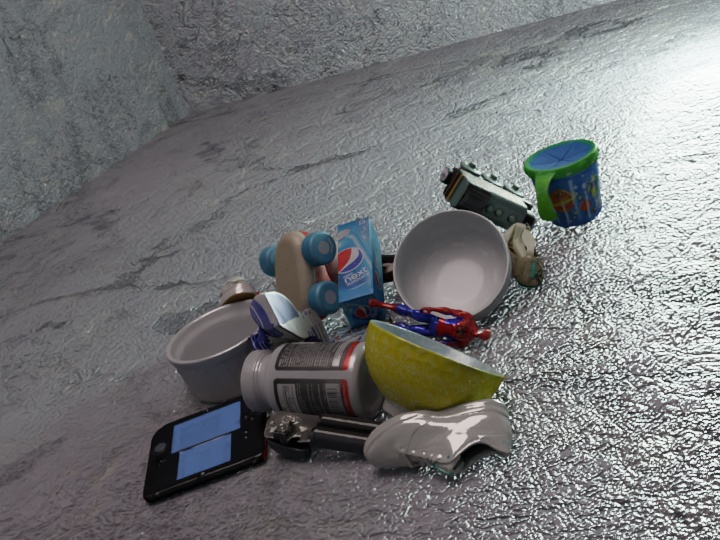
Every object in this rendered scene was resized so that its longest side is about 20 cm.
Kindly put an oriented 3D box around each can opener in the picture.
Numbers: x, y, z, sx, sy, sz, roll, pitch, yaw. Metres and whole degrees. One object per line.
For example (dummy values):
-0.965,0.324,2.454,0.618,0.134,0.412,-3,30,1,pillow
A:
-0.044,0.241,1.279,0.199,0.067,0.053,5,37,23,can opener

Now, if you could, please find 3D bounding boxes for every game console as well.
-0.239,0.271,1.402,0.199,0.031,0.177,-21,22,4,game console

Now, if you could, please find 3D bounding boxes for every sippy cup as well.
0.383,-0.155,1.652,0.177,0.131,0.140,-26,24,-8,sippy cup

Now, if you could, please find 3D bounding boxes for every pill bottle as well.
-0.072,0.165,1.351,0.199,0.116,0.116,-2,29,25,pill bottle

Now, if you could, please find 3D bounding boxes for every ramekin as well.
-0.233,0.144,1.591,0.200,0.098,0.201,-18,23,8,ramekin

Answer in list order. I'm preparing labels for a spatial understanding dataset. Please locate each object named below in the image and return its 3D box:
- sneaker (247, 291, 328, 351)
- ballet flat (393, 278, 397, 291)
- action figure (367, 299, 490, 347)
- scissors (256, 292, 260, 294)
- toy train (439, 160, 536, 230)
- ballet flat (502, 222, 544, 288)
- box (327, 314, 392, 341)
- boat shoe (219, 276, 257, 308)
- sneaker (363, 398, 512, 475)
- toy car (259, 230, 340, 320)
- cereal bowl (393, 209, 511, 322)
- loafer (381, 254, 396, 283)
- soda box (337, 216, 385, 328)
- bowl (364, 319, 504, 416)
-0.137,0.108,1.445,0.115,0.081,0.199,-32,-23,11,sneaker
0.160,0.012,1.588,0.199,0.070,0.070,-10,25,17,ballet flat
0.108,0.087,1.417,0.199,0.066,0.052,7,8,19,action figure
-0.175,0.080,1.669,0.014,0.074,0.200,-2,2,-18,scissors
0.240,-0.131,1.687,0.085,0.199,0.114,-57,24,22,toy train
0.280,-0.039,1.558,0.067,0.076,0.200,2,22,-4,ballet flat
-0.038,0.147,1.482,0.199,0.040,0.137,-18,22,10,box
-0.240,0.045,1.735,0.070,0.070,0.200,0,-15,-15,boat shoe
0.097,0.229,1.154,0.199,0.075,0.089,-18,42,15,sneaker
-0.058,0.012,1.708,0.199,0.178,0.184,-4,-6,-37,toy car
0.158,0.005,1.499,0.199,0.083,0.201,-8,64,17,cereal bowl
0.089,0.005,1.659,0.199,0.072,0.073,-6,-8,7,loafer
0.000,0.000,1.564,0.064,0.068,0.201,-16,42,11,soda box
0.086,0.155,1.238,0.200,0.199,0.108,24,92,60,bowl
